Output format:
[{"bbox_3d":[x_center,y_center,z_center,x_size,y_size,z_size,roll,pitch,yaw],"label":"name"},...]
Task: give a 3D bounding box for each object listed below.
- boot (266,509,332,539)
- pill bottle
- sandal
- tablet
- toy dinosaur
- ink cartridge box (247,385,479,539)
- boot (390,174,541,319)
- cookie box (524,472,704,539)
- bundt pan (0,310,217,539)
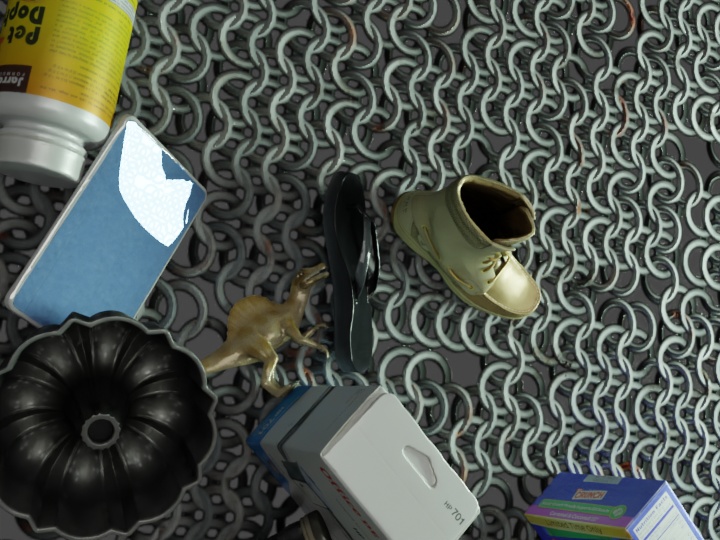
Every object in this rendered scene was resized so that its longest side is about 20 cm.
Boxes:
[{"bbox_3d":[-0.079,0.329,0.877,0.149,0.073,0.202,-18,120,-8],"label":"boot"},{"bbox_3d":[-0.266,-0.180,0.830,0.108,0.109,0.203,13,79,-22],"label":"pill bottle"},{"bbox_3d":[0.000,0.000,0.951,0.076,0.042,0.203,-13,99,-65],"label":"sandal"},{"bbox_3d":[-0.224,-0.025,0.853,0.202,0.014,0.130,-61,141,-17],"label":"tablet"},{"bbox_3d":[-0.099,0.076,0.920,0.199,0.058,0.101,-37,84,-24],"label":"toy dinosaur"},{"bbox_3d":[-0.005,0.185,0.859,0.086,0.200,0.147,-42,101,-22],"label":"ink cartridge box"},{"bbox_3d":[0.139,-0.021,0.969,0.200,0.155,0.073,41,71,-15],"label":"boot"},{"bbox_3d":[0.294,0.317,0.997,0.075,0.171,0.201,-39,99,-25],"label":"cookie box"},{"bbox_3d":[-0.227,0.125,0.813,0.199,0.076,0.205,-5,106,-19],"label":"bundt pan"}]
